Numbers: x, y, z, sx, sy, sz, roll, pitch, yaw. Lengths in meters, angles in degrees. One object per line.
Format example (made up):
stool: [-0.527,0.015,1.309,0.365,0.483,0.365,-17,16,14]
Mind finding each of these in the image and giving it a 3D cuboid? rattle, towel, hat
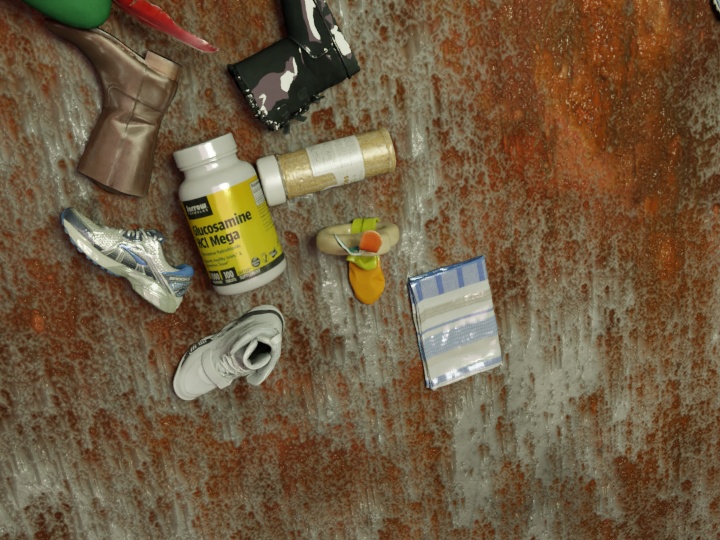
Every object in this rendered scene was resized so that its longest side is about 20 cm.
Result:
rattle: [0.000,0.000,0.842,0.127,0.200,0.146,8,102,-15]
towel: [0.161,0.090,0.998,0.144,0.024,0.204,-16,107,-10]
hat: [-0.325,-0.304,0.720,0.166,0.197,0.178,-51,136,-28]

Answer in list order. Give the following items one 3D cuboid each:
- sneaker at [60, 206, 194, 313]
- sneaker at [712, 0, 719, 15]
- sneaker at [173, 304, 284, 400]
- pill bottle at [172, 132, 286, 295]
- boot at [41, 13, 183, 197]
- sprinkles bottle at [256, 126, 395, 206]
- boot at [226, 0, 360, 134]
sneaker: [-0.320,-0.030,0.834,0.199,0.077,0.086,42,82,-26]
sneaker: [0.615,-0.494,0.927,0.077,0.089,0.205,0,104,-12]
sneaker: [-0.194,0.134,0.874,0.198,0.115,0.076,-36,109,-2]
pill bottle: [-0.184,-0.079,0.825,0.110,0.112,0.204,-20,107,-8]
boot: [-0.348,-0.209,0.785,0.183,0.064,0.203,20,103,-15]
sprinkles bottle: [-0.049,-0.152,0.863,0.196,0.068,0.070,-17,107,-9]
boot: [-0.108,-0.305,0.812,0.161,0.073,0.200,-33,109,0]
